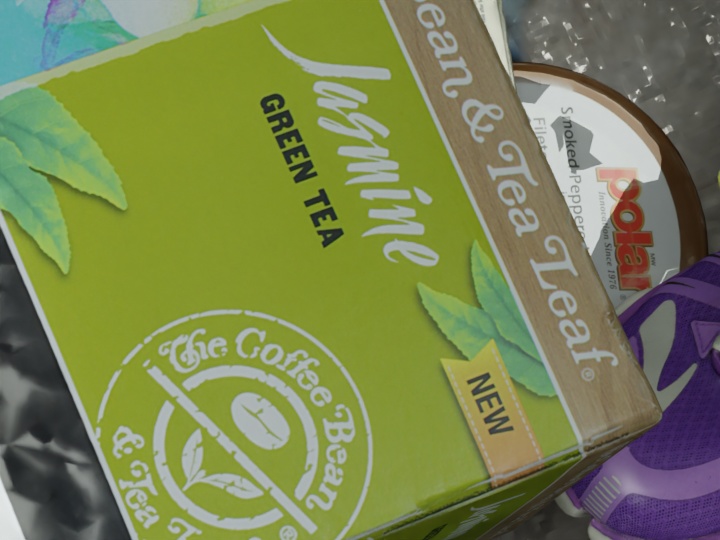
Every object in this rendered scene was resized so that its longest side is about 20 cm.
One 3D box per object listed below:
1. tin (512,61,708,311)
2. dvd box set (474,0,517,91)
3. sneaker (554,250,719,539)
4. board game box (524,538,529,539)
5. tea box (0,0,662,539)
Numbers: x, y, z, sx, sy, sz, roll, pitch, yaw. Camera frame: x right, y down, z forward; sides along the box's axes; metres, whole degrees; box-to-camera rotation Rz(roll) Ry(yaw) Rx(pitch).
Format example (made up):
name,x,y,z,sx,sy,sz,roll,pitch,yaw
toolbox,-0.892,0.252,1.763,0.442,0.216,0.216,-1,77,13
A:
name,x,y,z,sx,sy,sz,roll,pitch,yaw
tin,0.000,0.000,0.813,0.200,0.042,0.112,-5,81,-4
dvd box set,-0.058,-0.050,0.787,0.200,0.029,0.146,-9,78,-5
sneaker,0.131,0.001,0.758,0.200,0.083,0.081,-35,70,-13
board game box,-0.039,0.150,0.669,0.200,0.126,0.035,-19,35,-16
tea box,-0.069,-0.006,0.681,0.197,0.134,0.200,-21,80,-18
